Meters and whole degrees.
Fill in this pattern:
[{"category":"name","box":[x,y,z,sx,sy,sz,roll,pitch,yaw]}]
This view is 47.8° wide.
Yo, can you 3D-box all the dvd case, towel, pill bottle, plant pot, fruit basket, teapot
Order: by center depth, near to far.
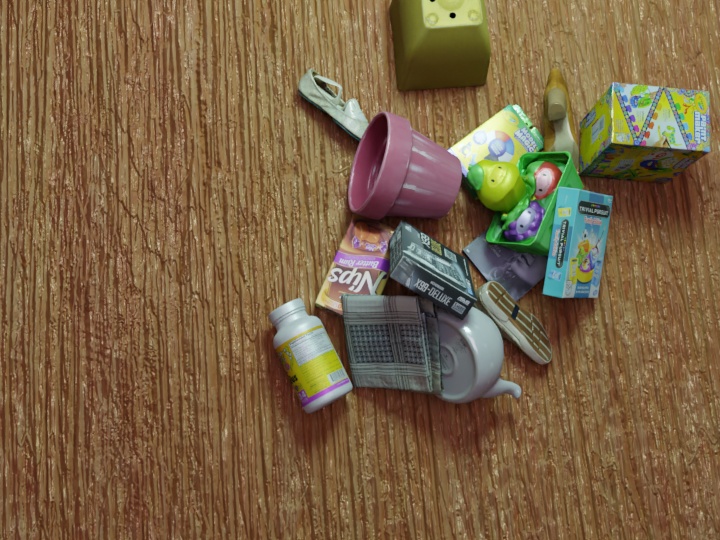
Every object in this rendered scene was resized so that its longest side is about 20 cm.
[{"category":"towel","box":[0.059,0.138,1.516,0.196,0.034,0.197,0,105,27]},{"category":"teapot","box":[0.199,0.142,1.544,0.145,0.195,0.204,-21,116,-42]},{"category":"pill bottle","box":[-0.101,0.160,1.546,0.103,0.104,0.203,-26,81,-7]},{"category":"fruit basket","box":[0.308,-0.148,1.570,0.212,0.154,0.220,-5,98,-34]},{"category":"plant pot","box":[0.091,-0.186,1.581,0.176,0.200,0.204,14,79,-19]},{"category":"plant pot","box":[0.167,-0.500,1.630,0.190,0.200,0.200,-5,79,-3]},{"category":"dvd case","box":[0.326,-0.046,1.647,0.199,0.016,0.149,-39,83,-9]}]

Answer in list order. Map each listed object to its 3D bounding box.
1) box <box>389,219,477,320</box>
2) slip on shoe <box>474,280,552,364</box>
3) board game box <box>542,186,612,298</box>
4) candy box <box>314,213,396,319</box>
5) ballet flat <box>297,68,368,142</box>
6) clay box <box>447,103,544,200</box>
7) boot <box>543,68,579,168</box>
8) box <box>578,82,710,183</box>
[{"category":"box","box":[0.130,-0.005,1.502,0.156,0.201,0.050,31,110,-9]},{"category":"slip on shoe","box":[0.296,0.109,1.599,0.200,0.060,0.076,44,46,-10]},{"category":"board game box","box":[0.420,-0.050,1.564,0.046,0.150,0.204,12,97,40]},{"category":"candy box","box":[0.000,0.000,1.604,0.115,0.056,0.203,23,81,1]},{"category":"ballet flat","box":[-0.043,-0.336,1.652,0.199,0.067,0.063,38,116,5]},{"category":"clay box","box":[0.282,-0.251,1.666,0.199,0.048,0.116,-37,84,-7]},{"category":"boot","box":[0.410,-0.296,1.662,0.069,0.204,0.145,-3,38,18]},{"category":"box","box":[0.554,-0.265,1.604,0.188,0.200,0.125,5,78,-2]}]
